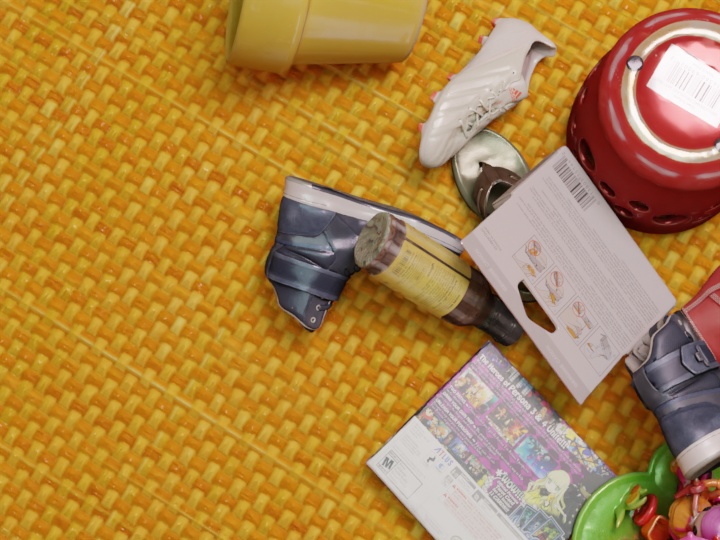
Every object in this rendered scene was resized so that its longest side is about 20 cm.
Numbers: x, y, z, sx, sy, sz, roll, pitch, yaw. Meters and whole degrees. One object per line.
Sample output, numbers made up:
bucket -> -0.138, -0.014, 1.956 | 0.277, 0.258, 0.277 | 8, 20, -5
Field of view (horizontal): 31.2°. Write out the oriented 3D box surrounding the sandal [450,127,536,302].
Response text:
sandal -> 0.154, -0.066, 1.334 | 0.079, 0.057, 0.203 | -19, 67, -4

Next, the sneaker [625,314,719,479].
sneaker -> 0.345, 0.105, 1.239 | 0.200, 0.077, 0.147 | -9, 57, -38

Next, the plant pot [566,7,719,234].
plant pot -> 0.312, -0.150, 1.291 | 0.197, 0.183, 0.204 | 0, 82, 3

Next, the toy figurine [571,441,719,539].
toy figurine -> 0.312, 0.255, 1.207 | 0.150, 0.184, 0.201 | 37, 82, -8

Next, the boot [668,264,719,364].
boot -> 0.406, 0.091, 1.313 | 0.200, 0.072, 0.144 | 43, 105, -5

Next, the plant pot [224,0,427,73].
plant pot -> -0.032, -0.297, 1.330 | 0.186, 0.201, 0.204 | 9, 81, -13

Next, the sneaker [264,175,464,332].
sneaker -> -0.001, 0.000, 1.333 | 0.199, 0.077, 0.148 | 15, 94, -9

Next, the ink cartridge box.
ink cartridge box -> 0.201, 0.006, 1.284 | 0.176, 0.045, 0.201 | -39, 95, -29

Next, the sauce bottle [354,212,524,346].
sauce bottle -> 0.084, 0.015, 1.290 | 0.199, 0.065, 0.065 | 33, 82, -26

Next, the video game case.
video game case -> 0.135, 0.206, 1.311 | 0.181, 0.036, 0.200 | -44, 82, -5

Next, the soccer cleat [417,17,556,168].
soccer cleat -> 0.130, -0.183, 1.343 | 0.077, 0.070, 0.201 | 27, 69, 23
